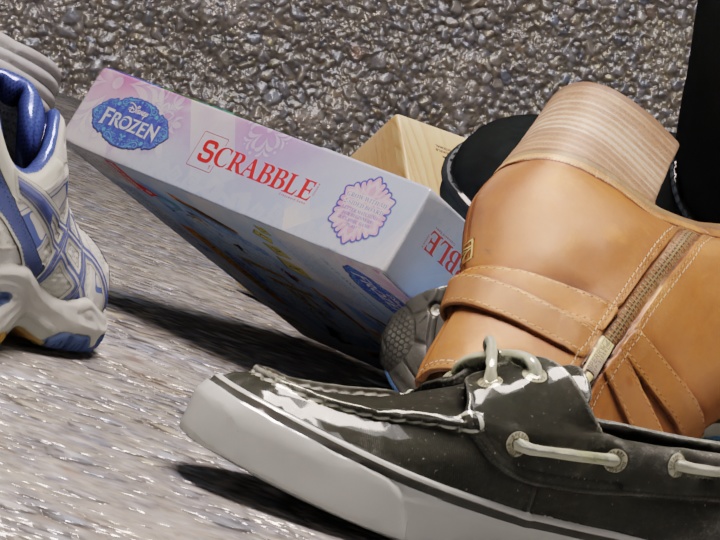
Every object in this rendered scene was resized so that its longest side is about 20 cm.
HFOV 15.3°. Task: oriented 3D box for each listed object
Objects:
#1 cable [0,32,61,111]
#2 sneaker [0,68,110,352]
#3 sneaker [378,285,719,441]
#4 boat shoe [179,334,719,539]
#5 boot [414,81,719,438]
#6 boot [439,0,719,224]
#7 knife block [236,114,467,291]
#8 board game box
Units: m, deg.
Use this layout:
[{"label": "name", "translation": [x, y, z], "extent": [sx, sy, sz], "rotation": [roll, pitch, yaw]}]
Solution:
[{"label": "cable", "translation": [-0.249, -0.106, 1.351], "extent": [0.200, 0.069, 0.200], "rotation": [18, -10, 23]}, {"label": "sneaker", "translation": [-0.120, -0.022, 0.920], "extent": [0.075, 0.088, 0.200], "rotation": [18, 2, 5]}, {"label": "sneaker", "translation": [0.094, 0.064, 1.050], "extent": [0.200, 0.078, 0.090], "rotation": [21, -16, -17]}, {"label": "boat shoe", "translation": [0.043, 0.054, 0.813], "extent": [0.200, 0.064, 0.071], "rotation": [18, 4, -23]}, {"label": "boot", "translation": [0.119, 0.037, 0.955], "extent": [0.200, 0.155, 0.077], "rotation": [39, -42, -12]}, {"label": "boot", "translation": [0.132, -0.056, 1.036], "extent": [0.198, 0.163, 0.073], "rotation": [26, 45, 17]}, {"label": "knife block", "translation": [0.025, 0.023, 1.324], "extent": [0.064, 0.176, 0.200], "rotation": [18, -41, -33]}, {"label": "board game box", "translation": [0.000, 0.000, 1.148], "extent": [0.199, 0.041, 0.200], "rotation": [23, -12, 41]}]
